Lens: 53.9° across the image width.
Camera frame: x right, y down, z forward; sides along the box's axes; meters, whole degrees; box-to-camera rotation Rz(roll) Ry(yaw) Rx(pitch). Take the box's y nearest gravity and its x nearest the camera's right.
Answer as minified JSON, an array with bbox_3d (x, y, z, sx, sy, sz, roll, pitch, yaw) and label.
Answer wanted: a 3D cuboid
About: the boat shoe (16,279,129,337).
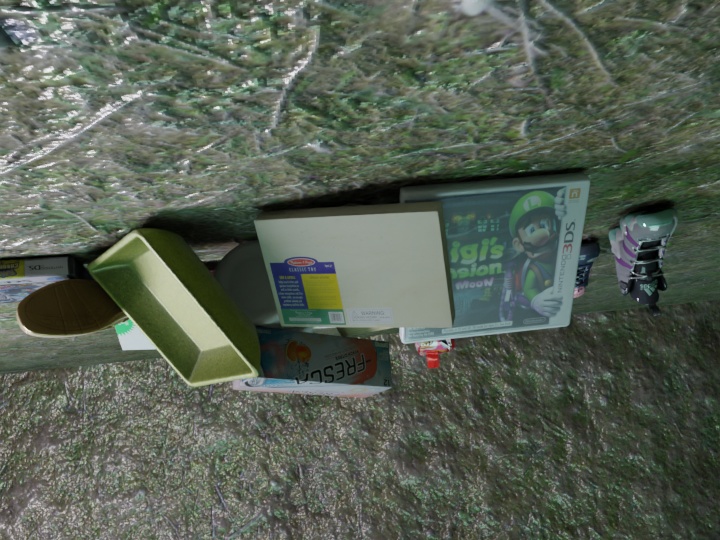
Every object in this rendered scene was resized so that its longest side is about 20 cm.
[{"bbox_3d":[-0.342,0.049,0.898,0.069,0.074,0.199,-31,169,39],"label":"boat shoe"}]

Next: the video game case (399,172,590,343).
[{"bbox_3d":[0.139,-0.010,0.761,0.197,0.184,0.023,-5,-150,-6],"label":"video game case"}]

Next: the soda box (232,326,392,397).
[{"bbox_3d":[-0.058,0.119,0.893,0.198,0.064,0.068,9,155,-31],"label":"soda box"}]

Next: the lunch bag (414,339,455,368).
[{"bbox_3d":[0.121,0.080,1.235,0.081,0.179,0.200,-6,172,3],"label":"lunch bag"}]

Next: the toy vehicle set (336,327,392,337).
[{"bbox_3d":[0.065,0.012,0.915,0.200,0.027,0.124,-41,-166,-36],"label":"toy vehicle set"}]

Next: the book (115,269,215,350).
[{"bbox_3d":[-0.260,0.055,1.035,0.197,0.048,0.135,-3,134,-2],"label":"book"}]

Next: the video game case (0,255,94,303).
[{"bbox_3d":[-0.451,0.017,0.925,0.178,0.026,0.200,-4,171,-13],"label":"video game case"}]

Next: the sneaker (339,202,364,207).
[{"bbox_3d":[-0.019,-0.027,0.833,0.074,0.082,0.201,24,150,0],"label":"sneaker"}]

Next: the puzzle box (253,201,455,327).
[{"bbox_3d":[-0.005,-0.003,0.739,0.197,0.135,0.025,-1,-151,18],"label":"puzzle box"}]

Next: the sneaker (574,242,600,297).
[{"bbox_3d":[0.378,0.002,1.227,0.069,0.083,0.200,-7,171,10],"label":"sneaker"}]

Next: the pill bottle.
[{"bbox_3d":[-0.120,0.050,0.949,0.113,0.116,0.200,-6,157,2],"label":"pill bottle"}]

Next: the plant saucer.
[{"bbox_3d":[-0.209,0.040,0.822,0.199,0.201,0.048,-18,-156,53],"label":"plant saucer"}]

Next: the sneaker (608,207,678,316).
[{"bbox_3d":[0.409,-0.006,1.004,0.077,0.142,0.200,-8,171,11],"label":"sneaker"}]
